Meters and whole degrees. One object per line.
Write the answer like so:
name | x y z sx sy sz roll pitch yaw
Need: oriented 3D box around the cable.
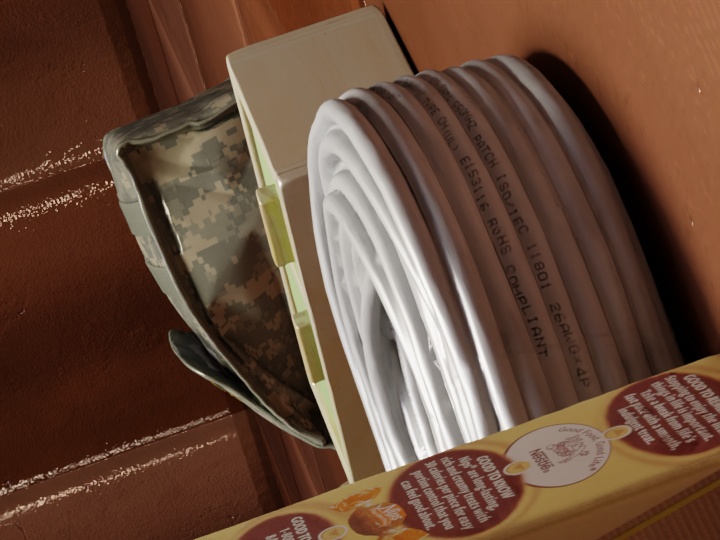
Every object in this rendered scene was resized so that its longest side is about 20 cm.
cable | 0.044 0.040 0.609 0.200 0.069 0.201 96 156 -74

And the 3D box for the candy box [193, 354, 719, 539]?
candy box | 0.010 0.108 0.484 0.055 0.199 0.116 -122 14 -70

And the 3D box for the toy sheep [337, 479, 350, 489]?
toy sheep | 0.023 0.186 0.954 0.138 0.137 0.201 168 92 -84

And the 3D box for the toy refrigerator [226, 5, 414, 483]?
toy refrigerator | 0.000 0.000 0.882 0.200 0.070 0.076 79 171 -49

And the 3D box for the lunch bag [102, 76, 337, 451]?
lunch bag | -0.056 0.002 1.201 0.164 0.117 0.201 -142 27 -79
